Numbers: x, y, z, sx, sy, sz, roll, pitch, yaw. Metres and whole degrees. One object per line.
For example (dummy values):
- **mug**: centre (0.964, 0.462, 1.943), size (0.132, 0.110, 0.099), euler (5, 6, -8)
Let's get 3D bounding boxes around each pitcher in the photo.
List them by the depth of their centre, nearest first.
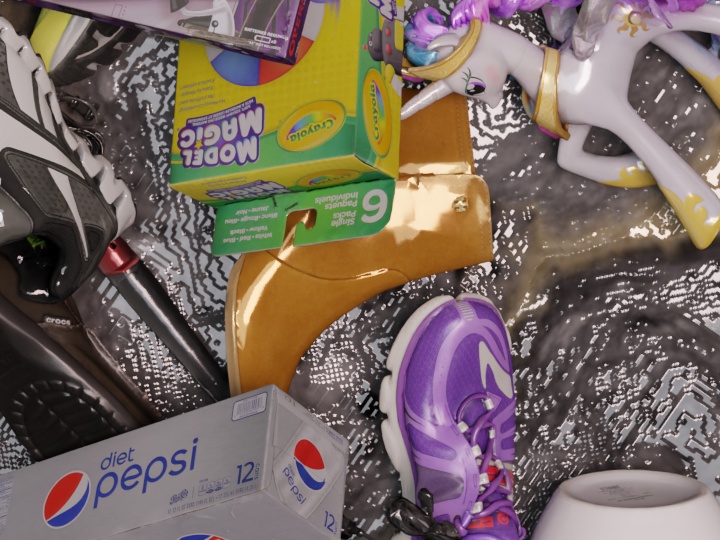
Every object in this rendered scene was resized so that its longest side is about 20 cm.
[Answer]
- **pitcher**: centre (0.125, 0.216, 1.098), size (0.171, 0.121, 0.201), euler (-7, 101, -34)

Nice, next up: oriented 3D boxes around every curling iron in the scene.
- **curling iron**: centre (-0.127, -0.012, 1.141), size (0.050, 0.026, 0.200), euler (-30, 94, 6)

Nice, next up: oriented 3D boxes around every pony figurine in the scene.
- **pony figurine**: centre (0.131, -0.131, 1.082), size (0.200, 0.167, 0.193), euler (25, 102, -17)

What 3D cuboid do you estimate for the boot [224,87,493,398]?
- **boot**: centre (0.000, -0.001, 1.120), size (0.144, 0.071, 0.202), euler (0, 90, 1)

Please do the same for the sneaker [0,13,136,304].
- **sneaker**: centre (-0.185, -0.058, 1.036), size (0.066, 0.091, 0.200), euler (-6, 137, 31)

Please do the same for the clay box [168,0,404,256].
- **clay box**: centre (-0.037, -0.113, 1.068), size (0.115, 0.048, 0.201), euler (-8, 70, 30)

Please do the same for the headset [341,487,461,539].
- **headset**: centre (-0.041, 0.159, 1.094), size (0.200, 0.094, 0.124), euler (-15, 61, 22)

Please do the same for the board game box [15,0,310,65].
- **board game box**: centre (-0.113, -0.179, 1.000), size (0.199, 0.032, 0.120), euler (14, 86, 10)

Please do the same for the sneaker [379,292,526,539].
- **sneaker**: centre (0.062, 0.112, 1.114), size (0.080, 0.083, 0.201), euler (-5, 99, -25)

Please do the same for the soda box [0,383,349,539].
- **soda box**: centre (-0.105, 0.125, 1.080), size (0.200, 0.064, 0.068), euler (-20, 138, 31)

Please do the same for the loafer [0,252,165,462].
- **loafer**: centre (-0.164, 0.043, 1.116), size (0.073, 0.071, 0.200), euler (-23, 119, 34)

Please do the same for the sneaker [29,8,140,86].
- **sneaker**: centre (-0.143, -0.197, 1.111), size (0.090, 0.078, 0.200), euler (21, 90, 8)
